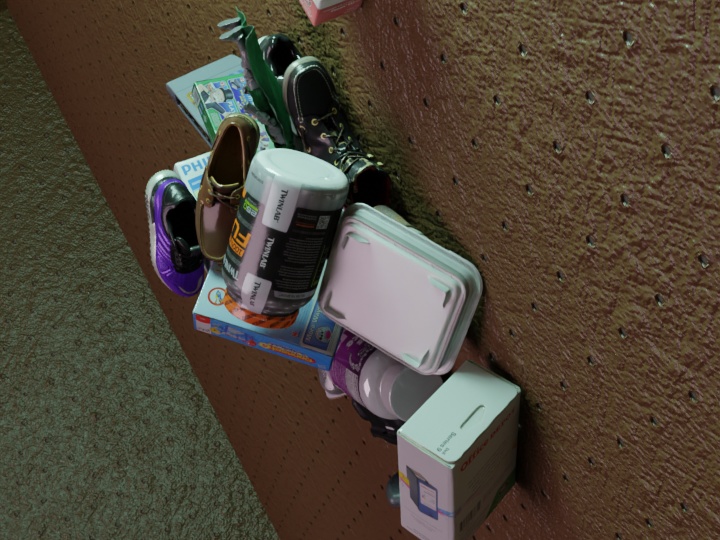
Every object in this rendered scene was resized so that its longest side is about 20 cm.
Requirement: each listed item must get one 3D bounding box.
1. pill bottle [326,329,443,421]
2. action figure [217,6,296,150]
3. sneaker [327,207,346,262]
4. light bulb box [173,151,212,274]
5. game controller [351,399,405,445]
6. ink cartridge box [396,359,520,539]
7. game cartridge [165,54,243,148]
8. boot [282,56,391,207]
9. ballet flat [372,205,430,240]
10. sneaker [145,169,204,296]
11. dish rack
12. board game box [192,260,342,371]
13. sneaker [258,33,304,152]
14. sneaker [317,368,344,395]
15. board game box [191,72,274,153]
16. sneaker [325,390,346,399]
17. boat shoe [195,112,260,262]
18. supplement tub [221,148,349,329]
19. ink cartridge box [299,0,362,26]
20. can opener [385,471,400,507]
[{"bbox_3d":[0.034,0.145,1.482,0.200,0.112,0.113,23,134,62],"label":"pill bottle"},{"bbox_3d":[-0.127,-0.228,1.353,0.118,0.055,0.200,-103,-8,-55],"label":"action figure"},{"bbox_3d":[0.000,0.000,1.364,0.200,0.087,0.074,45,-176,-6],"label":"sneaker"},{"bbox_3d":[-0.157,-0.084,1.581,0.200,0.198,0.125,62,158,12],"label":"light bulb box"},{"bbox_3d":[0.047,0.235,1.650,0.104,0.042,0.200,59,161,-8],"label":"game controller"},{"bbox_3d":[0.122,0.231,1.281,0.087,0.145,0.200,29,144,28],"label":"ink cartridge box"},{"bbox_3d":[-0.193,-0.249,1.572,0.200,0.133,0.042,49,163,36],"label":"game cartridge"},{"bbox_3d":[-0.028,-0.162,1.335,0.151,0.073,0.200,50,159,41],"label":"boot"},{"bbox_3d":[0.078,0.003,1.292,0.067,0.068,0.200,-21,99,52],"label":"ballet flat"},{"bbox_3d":[-0.253,-0.035,1.492,0.099,0.069,0.201,36,142,46],"label":"sneaker"},{"bbox_3d":[0.036,0.030,1.264,0.200,0.044,0.172,31,126,19],"label":"dish rack"},{"bbox_3d":[-0.104,0.014,1.437,0.195,0.200,0.056,18,153,3],"label":"board game box"},{"bbox_3d":[-0.090,-0.233,1.425,0.201,0.066,0.090,69,163,-3],"label":"sneaker"},{"bbox_3d":[-0.052,0.091,1.584,0.075,0.082,0.201,-2,92,35],"label":"sneaker"},{"bbox_3d":[-0.140,-0.187,1.475,0.200,0.134,0.029,67,154,16],"label":"board game box"},{"bbox_3d":[-0.027,0.142,1.703,0.113,0.071,0.200,60,153,3],"label":"sneaker"},{"bbox_3d":[-0.180,-0.107,1.371,0.068,0.072,0.201,-74,-4,-80],"label":"boat shoe"},{"bbox_3d":[-0.097,-0.037,1.281,0.123,0.122,0.200,43,122,47],"label":"supplement tub"},{"bbox_3d":[-0.033,-0.366,1.112,0.117,0.067,0.200,62,162,10],"label":"ink cartridge box"},{"bbox_3d":[0.071,0.248,1.436,0.200,0.067,0.053,-78,-25,-62],"label":"can opener"}]
